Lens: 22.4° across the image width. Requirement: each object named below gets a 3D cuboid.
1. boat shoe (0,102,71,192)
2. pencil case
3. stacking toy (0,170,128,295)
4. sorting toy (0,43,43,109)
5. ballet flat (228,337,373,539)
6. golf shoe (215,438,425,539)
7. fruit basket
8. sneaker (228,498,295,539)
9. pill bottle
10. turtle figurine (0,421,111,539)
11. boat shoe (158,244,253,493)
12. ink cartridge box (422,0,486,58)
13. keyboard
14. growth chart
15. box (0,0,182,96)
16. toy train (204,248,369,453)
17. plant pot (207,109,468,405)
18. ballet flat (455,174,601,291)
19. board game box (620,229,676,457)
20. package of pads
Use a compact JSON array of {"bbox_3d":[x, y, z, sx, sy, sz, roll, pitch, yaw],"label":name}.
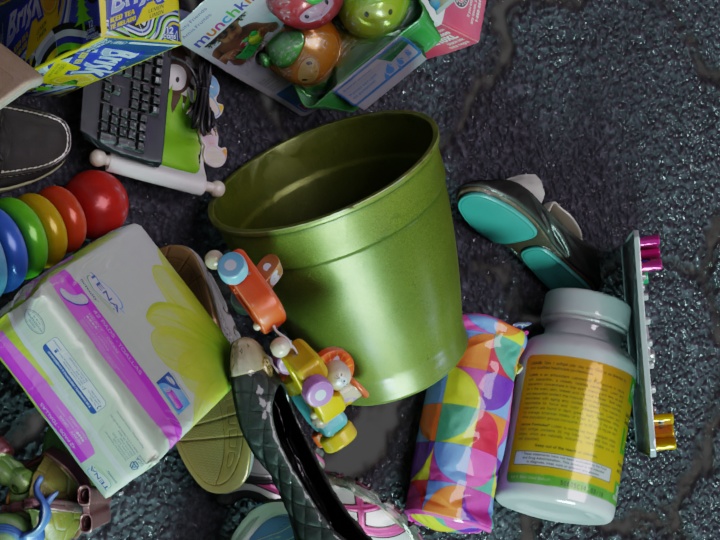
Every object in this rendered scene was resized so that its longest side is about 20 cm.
[{"bbox_3d":[-0.300,-0.094,1.350,0.200,0.066,0.072,-1,88,-36],"label":"boat shoe"},{"bbox_3d":[0.097,0.134,1.613,0.088,0.088,0.201,24,72,-32],"label":"pencil case"},{"bbox_3d":[-0.258,-0.024,1.375,0.199,0.085,0.086,-27,101,-43],"label":"stacking toy"},{"bbox_3d":[-0.355,-0.133,1.280,0.185,0.037,0.200,37,53,19],"label":"sorting toy"},{"bbox_3d":[-0.045,0.140,1.380,0.201,0.057,0.066,65,24,-2],"label":"ballet flat"},{"bbox_3d":[-0.034,0.205,1.517,0.200,0.073,0.092,36,74,-18],"label":"golf shoe"},{"bbox_3d":[-0.029,-0.206,1.474,0.200,0.185,0.094,23,34,-58],"label":"fruit basket"},{"bbox_3d":[-0.098,0.276,1.427,0.075,0.077,0.201,28,91,-25],"label":"sneaker"},{"bbox_3d":[0.193,0.124,1.667,0.111,0.111,0.201,22,72,-33],"label":"pill bottle"},{"bbox_3d":[-0.254,0.161,1.351,0.144,0.200,0.194,43,38,0],"label":"turtle figurine"},{"bbox_3d":[-0.120,0.076,1.463,0.069,0.070,0.201,-10,88,-76],"label":"boat shoe"},{"bbox_3d":[0.018,-0.295,1.602,0.199,0.084,0.146,21,72,-34],"label":"ink cartridge box"},{"bbox_3d":[-0.162,-0.178,1.460,0.127,0.021,0.201,17,66,-35],"label":"keyboard"},{"bbox_3d":[-0.171,-0.159,1.471,0.144,0.018,0.201,3,74,-39],"label":"growth chart"},{"bbox_3d":[-0.211,-0.179,1.343,0.070,0.199,0.065,-1,85,-36],"label":"box"},{"bbox_3d":[-0.049,0.058,1.423,0.055,0.150,0.200,-34,151,-9],"label":"toy train"},{"bbox_3d":[0.000,0.000,1.503,0.200,0.200,0.194,-38,119,-34],"label":"plant pot"},{"bbox_3d":[0.157,-0.043,1.695,0.200,0.068,0.069,41,52,-38],"label":"ballet flat"},{"bbox_3d":[0.268,0.070,1.695,0.026,0.200,0.202,-4,86,5],"label":"board game box"},{"bbox_3d":[-0.177,0.058,1.329,0.155,0.068,0.200,54,21,-3],"label":"package of pads"}]
